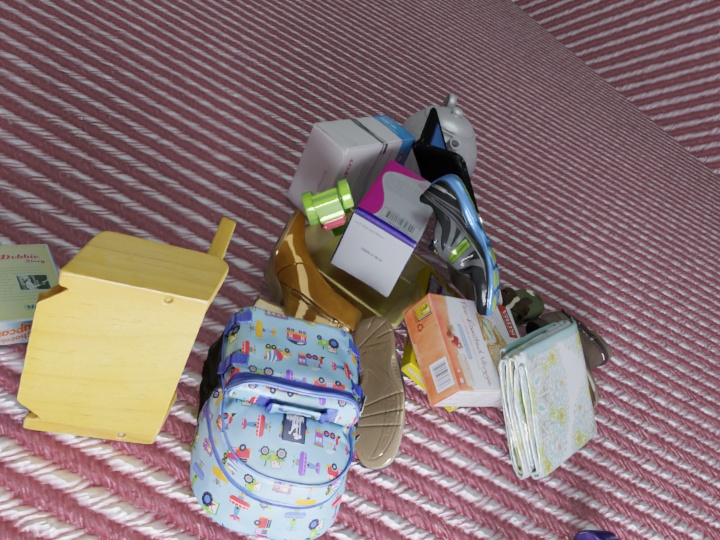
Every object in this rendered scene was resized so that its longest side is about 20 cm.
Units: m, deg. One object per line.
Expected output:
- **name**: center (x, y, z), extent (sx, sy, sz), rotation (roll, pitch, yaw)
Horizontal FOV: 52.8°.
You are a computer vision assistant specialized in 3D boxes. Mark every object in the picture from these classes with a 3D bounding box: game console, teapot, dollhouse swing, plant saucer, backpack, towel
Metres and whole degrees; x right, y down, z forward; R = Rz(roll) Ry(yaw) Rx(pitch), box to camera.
- **game console**: center (0.173, -0.161, 1.284), extent (0.116, 0.203, 0.174), rotation (-39, 39, -20)
- **teapot**: center (0.169, -0.273, 1.503), extent (0.194, 0.148, 0.201), rotation (-9, 48, -45)
- **dollhouse swing**: center (-0.228, 0.035, 0.733), extent (0.177, 0.202, 0.178), rotation (13, 37, -23)
- **plant saucer**: center (0.000, 0.000, 1.101), extent (0.198, 0.049, 0.200), rotation (36, 33, 8)
- **backpack**: center (-0.083, 0.162, 0.747), extent (0.178, 0.136, 0.203), rotation (18, 37, -16)
- **towel**: center (0.259, 0.172, 1.000), extent (0.197, 0.047, 0.176), rotation (-14, 96, -47)

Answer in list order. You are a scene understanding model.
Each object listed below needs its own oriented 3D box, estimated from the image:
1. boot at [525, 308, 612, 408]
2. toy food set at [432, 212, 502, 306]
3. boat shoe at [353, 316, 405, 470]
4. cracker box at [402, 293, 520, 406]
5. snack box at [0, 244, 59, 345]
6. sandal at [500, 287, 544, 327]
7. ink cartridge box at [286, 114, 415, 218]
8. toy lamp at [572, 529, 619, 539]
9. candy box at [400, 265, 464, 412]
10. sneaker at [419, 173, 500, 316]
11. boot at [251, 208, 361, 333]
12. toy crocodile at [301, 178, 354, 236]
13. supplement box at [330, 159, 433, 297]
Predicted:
- **boot**: center (0.360, 0.140, 1.181), extent (0.143, 0.071, 0.202), rotation (6, 41, -36)
- **toy food set**: center (0.171, -0.037, 1.149), extent (0.059, 0.147, 0.200), rotation (-18, 15, -3)
- **boat shoe**: center (0.026, 0.154, 0.901), extent (0.070, 0.065, 0.204), rotation (-15, 50, 12)
- **cracker box**: center (0.156, 0.113, 1.001), extent (0.197, 0.057, 0.137), rotation (11, 54, -46)
- **snack box**: center (-0.412, 0.027, 0.752), extent (0.196, 0.038, 0.117), rotation (-4, 46, -41)
- **sandal**: center (0.253, 0.056, 1.216), extent (0.080, 0.058, 0.199), rotation (43, 35, 20)
- **ink cartridge box**: center (-0.014, -0.173, 1.225), extent (0.086, 0.149, 0.198), rotation (42, 34, 23)
- **toy lamp**: center (0.232, 0.340, 0.828), extent (0.196, 0.059, 0.059), rotation (-3, 44, -40)
- **candy box**: center (0.111, 0.092, 1.038), extent (0.102, 0.026, 0.202), rotation (43, 36, -22)
- **sneaker**: center (0.140, -0.031, 1.014), extent (0.204, 0.081, 0.071), rotation (68, 15, 7)
- **boot**: center (-0.062, 0.025, 0.975), extent (0.141, 0.071, 0.205), rotation (24, 56, -11)
- **toy crocodile**: center (-0.042, -0.083, 1.006), extent (0.200, 0.066, 0.063), rotation (159, -87, -87)
- **supplement box**: center (0.043, -0.069, 1.089), extent (0.100, 0.105, 0.201), rotation (30, 34, 2)
